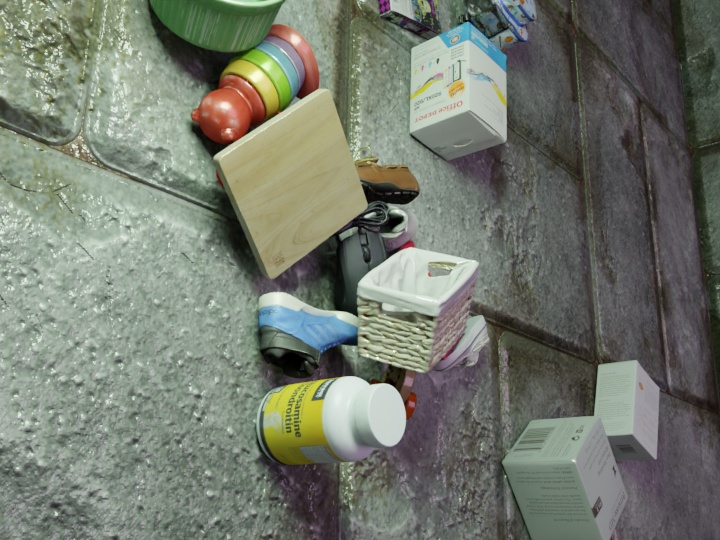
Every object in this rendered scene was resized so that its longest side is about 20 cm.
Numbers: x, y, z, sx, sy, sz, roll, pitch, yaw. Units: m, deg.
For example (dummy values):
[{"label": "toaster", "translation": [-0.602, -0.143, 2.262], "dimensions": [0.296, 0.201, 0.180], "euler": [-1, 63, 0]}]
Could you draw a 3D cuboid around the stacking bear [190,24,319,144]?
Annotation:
[{"label": "stacking bear", "translation": [-0.159, -0.259, 1.168], "dimensions": [0.121, 0.114, 0.200], "euler": [34, 58, 7]}]

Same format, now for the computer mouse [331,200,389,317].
[{"label": "computer mouse", "translation": [0.000, 0.000, 1.278], "dimensions": [0.137, 0.053, 0.202], "euler": [-14, 111, -24]}]

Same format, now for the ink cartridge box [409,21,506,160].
[{"label": "ink cartridge box", "translation": [0.195, -0.352, 1.605], "dimensions": [0.144, 0.146, 0.202], "euler": [25, 60, -45]}]

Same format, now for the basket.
[{"label": "basket", "translation": [0.089, 0.058, 1.236], "dimensions": [0.200, 0.134, 0.125], "euler": [-36, 134, -59]}]

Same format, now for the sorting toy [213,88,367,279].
[{"label": "sorting toy", "translation": [-0.107, -0.129, 1.158], "dimensions": [0.199, 0.069, 0.200], "euler": [-38, 127, -26]}]

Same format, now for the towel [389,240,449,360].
[{"label": "towel", "translation": [0.115, 0.049, 1.427], "dimensions": [0.201, 0.022, 0.145], "euler": [58, 26, -2]}]

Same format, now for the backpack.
[{"label": "backpack", "translation": [0.319, -0.607, 1.846], "dimensions": [0.190, 0.153, 0.202], "euler": [41, 46, -50]}]

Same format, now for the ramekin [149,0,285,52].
[{"label": "ramekin", "translation": [-0.198, -0.398, 1.112], "dimensions": [0.198, 0.098, 0.202], "euler": [14, 52, -18]}]

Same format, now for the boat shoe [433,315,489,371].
[{"label": "boat shoe", "translation": [0.192, 0.152, 1.517], "dimensions": [0.066, 0.071, 0.200], "euler": [65, 31, -7]}]

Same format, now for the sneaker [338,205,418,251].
[{"label": "sneaker", "translation": [0.053, -0.075, 1.382], "dimensions": [0.199, 0.099, 0.079], "euler": [-13, 89, -52]}]

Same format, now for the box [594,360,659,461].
[{"label": "box", "translation": [0.667, 0.353, 2.014], "dimensions": [0.152, 0.106, 0.202], "euler": [42, 49, -35]}]

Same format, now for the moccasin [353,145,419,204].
[{"label": "moccasin", "translation": [0.012, -0.154, 1.316], "dimensions": [0.200, 0.074, 0.078], "euler": [-4, 65, -36]}]

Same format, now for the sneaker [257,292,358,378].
[{"label": "sneaker", "translation": [-0.068, 0.112, 1.189], "dimensions": [0.199, 0.076, 0.112], "euler": [24, 55, -41]}]

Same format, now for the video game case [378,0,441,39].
[{"label": "video game case", "translation": [0.094, -0.591, 1.640], "dimensions": [0.180, 0.036, 0.202], "euler": [3, 77, -51]}]

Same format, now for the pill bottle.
[{"label": "pill bottle", "translation": [-0.040, 0.205, 1.100], "dimensions": [0.112, 0.199, 0.113], "euler": [20, 64, -47]}]

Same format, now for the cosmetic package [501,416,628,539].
[{"label": "cosmetic package", "translation": [0.418, 0.428, 1.632], "dimensions": [0.165, 0.164, 0.202], "euler": [-37, 108, -48]}]

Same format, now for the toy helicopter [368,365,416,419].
[{"label": "toy helicopter", "translation": [0.068, 0.137, 1.331], "dimensions": [0.078, 0.133, 0.201], "euler": [19, 39, -11]}]
